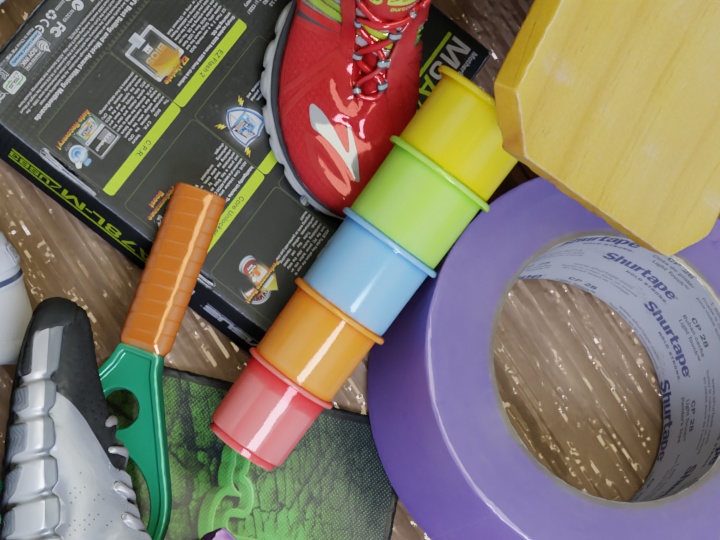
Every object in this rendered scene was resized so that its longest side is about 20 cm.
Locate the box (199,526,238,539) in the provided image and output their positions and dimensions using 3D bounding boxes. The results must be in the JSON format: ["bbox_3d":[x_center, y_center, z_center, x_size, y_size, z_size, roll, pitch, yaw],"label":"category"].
[{"bbox_3d":[-0.040,0.235,0.957,0.200,0.039,0.137,45,68,-4],"label":"box"}]

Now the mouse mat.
[{"bbox_3d":[-0.066,0.151,0.995,0.161,0.008,0.200,14,73,-15],"label":"mouse mat"}]

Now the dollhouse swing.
[{"bbox_3d":[0.112,-0.139,1.001,0.200,0.182,0.176,29,101,-46],"label":"dollhouse swing"}]

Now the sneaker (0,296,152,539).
[{"bbox_3d":[-0.101,0.114,0.921,0.115,0.075,0.200,5,78,-11],"label":"sneaker"}]

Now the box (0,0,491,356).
[{"bbox_3d":[-0.065,-0.092,1.037,0.193,0.048,0.200,39,67,-9],"label":"box"}]

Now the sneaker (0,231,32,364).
[{"bbox_3d":[-0.235,0.051,0.929,0.200,0.073,0.071,-25,100,-16],"label":"sneaker"}]

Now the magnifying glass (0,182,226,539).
[{"bbox_3d":[-0.108,0.056,0.967,0.080,0.022,0.200,19,86,6],"label":"magnifying glass"}]

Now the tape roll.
[{"bbox_3d":[0.110,0.056,1.033,0.200,0.085,0.200,6,74,-19],"label":"tape roll"}]

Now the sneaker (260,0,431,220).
[{"bbox_3d":[0.002,-0.121,0.985,0.077,0.085,0.200,3,94,-19],"label":"sneaker"}]

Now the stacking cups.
[{"bbox_3d":[0.000,0.000,0.973,0.061,0.061,0.200,38,94,-6],"label":"stacking cups"}]

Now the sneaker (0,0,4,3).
[{"bbox_3d":[-0.170,-0.178,1.006,0.070,0.080,0.200,46,69,-5],"label":"sneaker"}]
